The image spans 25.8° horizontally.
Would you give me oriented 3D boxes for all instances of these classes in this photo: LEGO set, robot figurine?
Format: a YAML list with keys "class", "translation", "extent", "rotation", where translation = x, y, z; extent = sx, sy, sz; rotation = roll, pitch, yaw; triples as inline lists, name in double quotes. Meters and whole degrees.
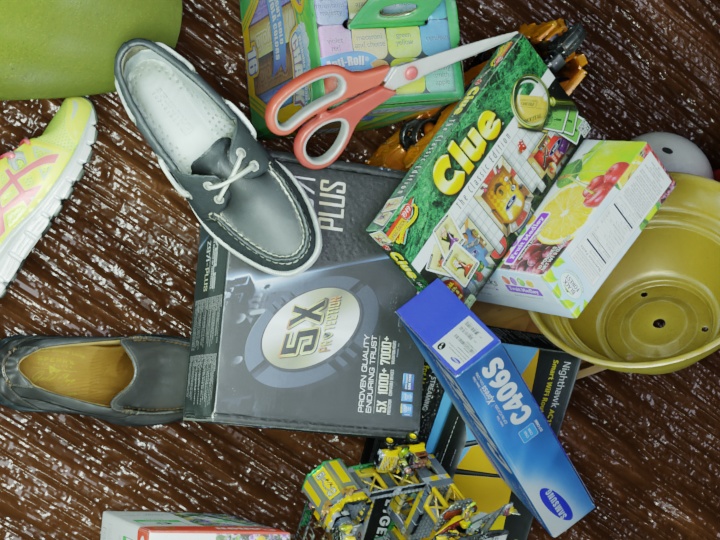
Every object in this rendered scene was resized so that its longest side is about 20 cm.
- class: "LEGO set"
  translation: [0.018, 0.232, 1.156]
  extent: [0.153, 0.116, 0.201]
  rotation: [2, 125, -40]
- class: "robot figurine"
  translation: [0.102, -0.134, 1.291]
  extent: [0.200, 0.145, 0.058]
  rotation: [-40, 108, -12]

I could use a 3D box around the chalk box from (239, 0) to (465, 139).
- class: "chalk box"
  translation: [-0.001, -0.178, 1.210]
  extent: [0.124, 0.200, 0.125]
  rotation: [-6, 90, -23]

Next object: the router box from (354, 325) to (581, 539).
- class: "router box"
  translation: [0.080, 0.142, 1.270]
  extent: [0.148, 0.051, 0.201]
  rotation: [8, 106, -23]

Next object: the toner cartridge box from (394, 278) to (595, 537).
- class: "toner cartridge box"
  translation: [0.101, 0.104, 1.161]
  extent: [0.043, 0.095, 0.200]
  rotation: [-36, 128, -4]

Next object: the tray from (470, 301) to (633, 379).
- class: "tray"
  translation: [0.139, 0.055, 1.347]
  extent: [0.199, 0.037, 0.099]
  rotation: [-17, 94, -22]

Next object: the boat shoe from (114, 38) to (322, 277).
- class: "boat shoe"
  translation: [-0.104, -0.078, 1.096]
  extent: [0.076, 0.060, 0.200]
  rotation: [-45, 82, -2]

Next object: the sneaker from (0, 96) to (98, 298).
- class: "sneaker"
  translation: [-0.267, -0.055, 1.157]
  extent: [0.090, 0.078, 0.201]
  rotation: [35, 73, -11]

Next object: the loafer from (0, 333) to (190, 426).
- class: "loafer"
  translation: [-0.179, 0.082, 1.186]
  extent: [0.199, 0.072, 0.073]
  rotation: [0, 86, -24]

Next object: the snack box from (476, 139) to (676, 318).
- class: "snack box"
  translation: [0.135, -0.040, 1.259]
  extent: [0.142, 0.200, 0.053]
  rotation: [-49, 118, -18]

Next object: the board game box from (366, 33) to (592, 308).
- class: "board game box"
  translation: [0.093, -0.071, 1.186]
  extent: [0.105, 0.023, 0.200]
  rotation: [46, 67, -26]

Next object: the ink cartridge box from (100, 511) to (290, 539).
- class: "ink cartridge box"
  translation: [-0.112, 0.208, 1.138]
  extent: [0.108, 0.200, 0.051]
  rotation: [5, 85, -23]

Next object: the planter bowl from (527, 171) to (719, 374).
- class: "planter bowl"
  translation: [0.235, 0.021, 1.267]
  extent: [0.200, 0.200, 0.084]
  rotation: [-45, 139, -19]

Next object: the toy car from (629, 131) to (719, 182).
- class: "toy car"
  translation: [0.286, -0.064, 1.356]
  extent: [0.199, 0.177, 0.185]
  rotation: [19, 91, -9]

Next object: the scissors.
- class: "scissors"
  translation: [0.023, -0.144, 1.135]
  extent: [0.199, 0.014, 0.073]
  rotation: [-33, 124, -6]

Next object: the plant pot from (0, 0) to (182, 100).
- class: "plant pot"
  translation: [-0.236, -0.200, 1.137]
  extent: [0.199, 0.187, 0.189]
  rotation: [10, 83, -39]

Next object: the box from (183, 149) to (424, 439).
- class: "box"
  translation: [-0.038, 0.020, 1.183]
  extent: [0.163, 0.086, 0.202]
  rotation: [8, 83, -21]
